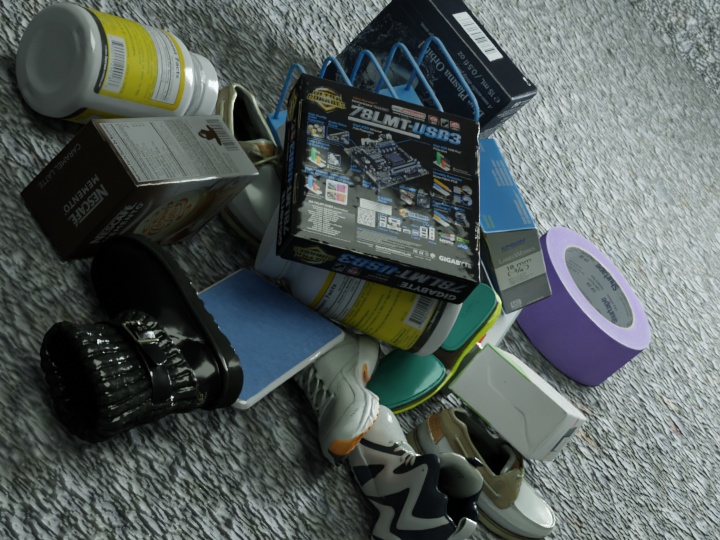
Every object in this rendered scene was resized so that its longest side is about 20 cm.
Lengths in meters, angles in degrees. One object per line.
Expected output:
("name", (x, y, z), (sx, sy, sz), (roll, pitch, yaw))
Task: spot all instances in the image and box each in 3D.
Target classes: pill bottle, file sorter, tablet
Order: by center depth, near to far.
("tablet", (-0.110, 0.061, 1.518), (0.130, 0.014, 0.200), (33, 29, 15))
("pill bottle", (-0.237, -0.195, 1.619), (0.199, 0.111, 0.112), (9, 46, -53))
("pill bottle", (0.000, 0.000, 1.627), (0.199, 0.113, 0.113), (24, 32, -11))
("file sorter", (0.016, -0.178, 1.876), (0.199, 0.123, 0.139), (-15, 61, -26))

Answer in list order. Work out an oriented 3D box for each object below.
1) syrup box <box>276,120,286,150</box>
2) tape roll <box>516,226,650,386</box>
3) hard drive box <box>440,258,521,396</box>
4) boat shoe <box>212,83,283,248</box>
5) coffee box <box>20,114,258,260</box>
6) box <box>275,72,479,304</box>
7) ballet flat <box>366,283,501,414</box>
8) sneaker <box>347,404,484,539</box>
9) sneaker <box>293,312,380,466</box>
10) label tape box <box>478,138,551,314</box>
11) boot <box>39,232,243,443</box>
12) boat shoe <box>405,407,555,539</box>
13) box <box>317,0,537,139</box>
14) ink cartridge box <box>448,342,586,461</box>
("syrup box", (0.011, -0.117, 1.736), (0.199, 0.081, 0.079), (17, 45, -47))
("tape roll", (0.284, 0.046, 2.120), (0.200, 0.085, 0.201), (36, 30, -24))
("hard drive box", (0.097, 0.032, 1.862), (0.156, 0.077, 0.200), (47, 27, -2))
("boat shoe", (-0.119, -0.111, 1.709), (0.074, 0.068, 0.201), (1, 50, -45))
("coffee box", (-0.204, -0.081, 1.516), (0.080, 0.114, 0.200), (55, 28, 13))
("box", (0.021, -0.082, 1.586), (0.199, 0.050, 0.200), (14, 54, -18))
("ballet flat", (0.076, 0.094, 1.709), (0.067, 0.067, 0.200), (41, 67, 17))
("sneaker", (0.062, 0.189, 1.531), (0.079, 0.129, 0.200), (33, 33, -32))
("sneaker", (-0.036, 0.112, 1.573), (0.092, 0.076, 0.200), (32, 22, -15))
("label tape box", (0.152, -0.068, 1.820), (0.200, 0.063, 0.145), (68, 1, -53))
("boot", (-0.211, 0.050, 1.370), (0.157, 0.080, 0.211), (-10, 44, -42))
("boat shoe", (0.140, 0.216, 1.689), (0.200, 0.068, 0.075), (36, 27, -25))
("box", (0.080, -0.232, 2.049), (0.197, 0.200, 0.117), (51, 25, 6))
("ink cartridge box", (0.176, 0.146, 1.753), (0.117, 0.067, 0.200), (41, 4, 16))
